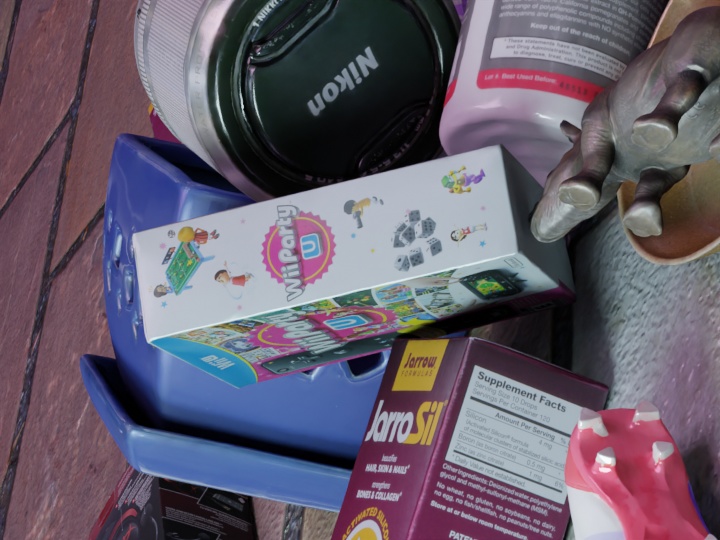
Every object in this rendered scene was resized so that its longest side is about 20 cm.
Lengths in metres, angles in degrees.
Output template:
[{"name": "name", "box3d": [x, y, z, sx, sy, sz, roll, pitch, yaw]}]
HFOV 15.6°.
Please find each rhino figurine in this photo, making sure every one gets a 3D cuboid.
[{"name": "rhino figurine", "box3d": [0.134, -0.062, 1.253, 0.200, 0.060, 0.088, -38, 22, 58]}]

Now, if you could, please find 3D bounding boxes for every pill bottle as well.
[{"name": "pill bottle", "box3d": [0.115, -0.148, 1.423, 0.111, 0.110, 0.201, -29, 44, 61]}]

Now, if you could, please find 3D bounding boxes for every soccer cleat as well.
[{"name": "soccer cleat", "box3d": [0.133, 0.143, 1.176, 0.200, 0.066, 0.077, -104, 8, -49]}]

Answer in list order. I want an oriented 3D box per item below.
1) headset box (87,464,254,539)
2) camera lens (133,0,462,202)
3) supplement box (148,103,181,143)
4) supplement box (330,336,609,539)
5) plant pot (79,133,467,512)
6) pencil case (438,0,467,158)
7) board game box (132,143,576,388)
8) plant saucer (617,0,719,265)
[{"name": "headset box", "box3d": [-0.136, 0.214, 1.777, 0.149, 0.075, 0.200, -60, 21, 23]}, {"name": "camera lens", "box3d": [-0.038, -0.124, 1.494, 0.160, 0.160, 0.200, -67, 21, 6]}, {"name": "supplement box", "box3d": [-0.077, -0.112, 1.909, 0.131, 0.103, 0.200, -60, 22, 19]}, {"name": "supplement box", "box3d": [0.043, 0.141, 1.358, 0.110, 0.085, 0.201, -8, 63, 69]}, {"name": "plant pot", "box3d": [-0.060, 0.035, 1.589, 0.200, 0.199, 0.180, -142, 67, -70]}, {"name": "pencil case", "box3d": [0.058, -0.099, 1.579, 0.085, 0.084, 0.200, -38, 31, 15]}, {"name": "board game box", "box3d": [0.000, 0.000, 1.380, 0.148, 0.199, 0.065, 35, -136, -70]}, {"name": "plant saucer", "box3d": [0.192, -0.092, 1.273, 0.200, 0.035, 0.201, -54, 25, 39]}]
